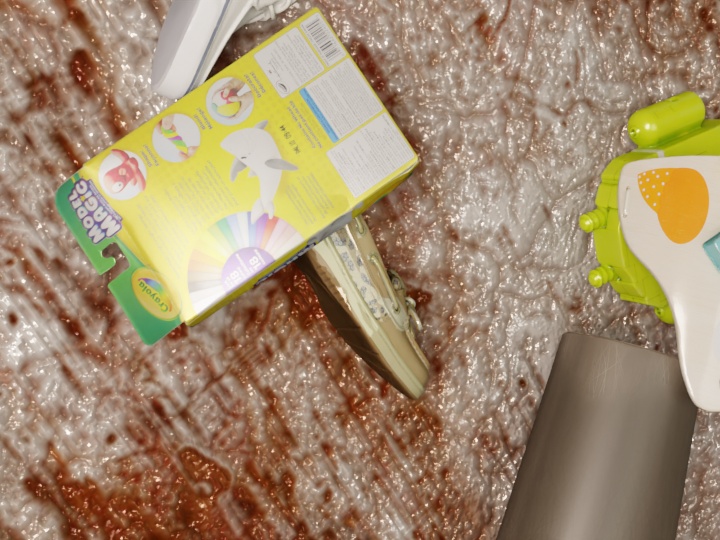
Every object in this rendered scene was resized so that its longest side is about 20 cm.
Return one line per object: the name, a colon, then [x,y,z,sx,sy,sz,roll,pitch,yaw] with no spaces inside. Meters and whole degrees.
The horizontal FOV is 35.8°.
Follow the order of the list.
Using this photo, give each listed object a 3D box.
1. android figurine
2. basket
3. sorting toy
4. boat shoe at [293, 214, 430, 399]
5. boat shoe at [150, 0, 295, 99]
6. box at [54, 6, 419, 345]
android figurine: [0.258,-0.047,0.910,0.198,0.041,0.185,-24,110,-26]
basket: [0.184,0.159,0.850,0.180,0.134,0.203,24,79,-61]
sorting toy: [0.294,0.022,0.838,0.198,0.106,0.183,13,76,-33]
boat shoe: [0.000,0.000,0.757,0.062,0.073,0.201,-38,113,-15]
boat shoe: [-0.064,-0.190,0.691,0.065,0.073,0.202,28,85,-25]
box: [-0.076,-0.054,0.680,0.199,0.048,0.118,-34,87,-7]
